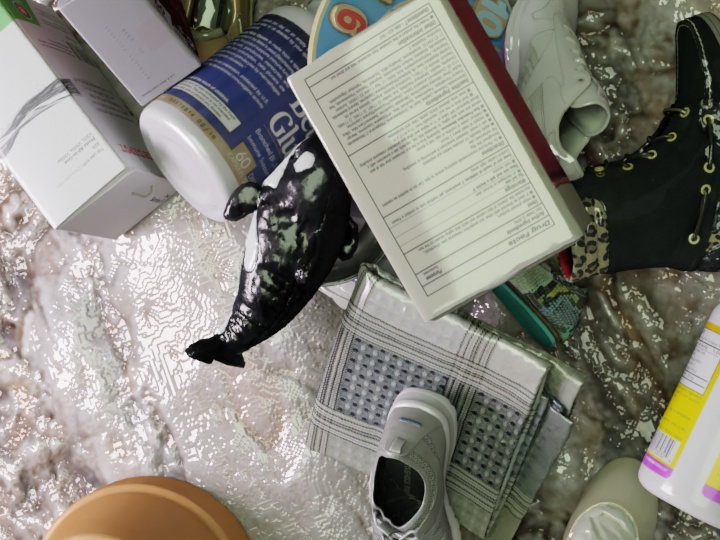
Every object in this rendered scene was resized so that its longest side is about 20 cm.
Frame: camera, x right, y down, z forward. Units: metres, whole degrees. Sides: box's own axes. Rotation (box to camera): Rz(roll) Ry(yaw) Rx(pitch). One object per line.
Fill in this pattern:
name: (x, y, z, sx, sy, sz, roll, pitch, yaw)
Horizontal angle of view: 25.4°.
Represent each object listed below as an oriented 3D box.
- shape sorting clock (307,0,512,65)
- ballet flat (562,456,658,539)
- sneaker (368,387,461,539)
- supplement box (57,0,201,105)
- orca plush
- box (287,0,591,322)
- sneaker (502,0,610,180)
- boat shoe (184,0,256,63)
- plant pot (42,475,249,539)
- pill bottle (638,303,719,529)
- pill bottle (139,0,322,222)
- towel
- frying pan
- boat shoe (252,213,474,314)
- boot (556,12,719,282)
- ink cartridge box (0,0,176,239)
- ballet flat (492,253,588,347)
shape sorting clock: (0.048, -0.159, 1.252, 0.039, 0.200, 0.201, 11, 91, 54)
ballet flat: (0.179, 0.243, 1.254, 0.069, 0.069, 0.200, 23, 93, 12)
sneaker: (0.030, 0.191, 1.250, 0.075, 0.082, 0.200, 11, 122, 24)
supplement box: (-0.192, -0.229, 1.272, 0.061, 0.200, 0.109, -33, 127, 8)
orca plush: (-0.062, -0.007, 1.193, 0.105, 0.071, 0.200, 39, 97, -20)
box: (0.060, -0.085, 1.135, 0.128, 0.109, 0.200, -29, 91, 14)
sneaker: (0.155, -0.143, 1.237, 0.099, 0.075, 0.200, -1, 59, 30)
boat shoe: (-0.124, -0.186, 1.326, 0.071, 0.076, 0.201, -2, 88, 12)
plant pot: (-0.191, 0.274, 1.296, 0.200, 0.140, 0.201, 0, 89, 12)
pill bottle: (0.296, 0.093, 1.213, 0.104, 0.104, 0.200, 26, 94, 12)
pill bottle: (-0.067, -0.139, 1.268, 0.200, 0.111, 0.111, -41, 80, -20)
towel: (0.061, 0.113, 1.256, 0.200, 0.035, 0.193, 26, 123, 11)
frying pan: (0.005, -0.056, 1.275, 0.190, 0.031, 0.115, -23, 63, -6)
boat shoe: (0.000, 0.000, 1.303, 0.200, 0.070, 0.071, 23, 52, 14)
boot: (0.220, -0.091, 1.231, 0.153, 0.073, 0.204, -7, 91, -7)
ink cartridge box: (-0.252, -0.128, 1.317, 0.084, 0.146, 0.200, -39, 81, 8)
ballet flat: (0.105, -0.027, 1.253, 0.074, 0.074, 0.200, -42, 111, 8)
